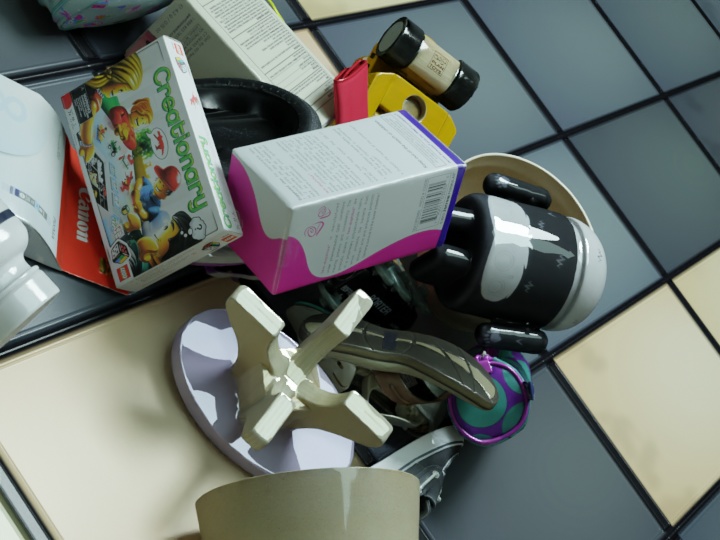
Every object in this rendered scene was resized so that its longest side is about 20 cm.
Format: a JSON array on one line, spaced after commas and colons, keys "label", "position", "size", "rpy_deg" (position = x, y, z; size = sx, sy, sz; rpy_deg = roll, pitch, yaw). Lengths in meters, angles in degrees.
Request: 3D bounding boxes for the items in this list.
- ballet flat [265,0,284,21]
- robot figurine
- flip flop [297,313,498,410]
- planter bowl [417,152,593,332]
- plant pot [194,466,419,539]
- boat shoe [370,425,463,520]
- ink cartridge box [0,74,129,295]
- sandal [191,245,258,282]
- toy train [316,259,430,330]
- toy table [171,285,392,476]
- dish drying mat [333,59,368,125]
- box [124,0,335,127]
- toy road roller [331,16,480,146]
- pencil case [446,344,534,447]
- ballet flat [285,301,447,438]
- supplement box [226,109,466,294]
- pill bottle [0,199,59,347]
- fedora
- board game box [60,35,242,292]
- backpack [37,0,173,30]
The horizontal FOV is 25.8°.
[{"label": "ballet flat", "position": [-0.092, -0.231, 1.786], "size": [0.200, 0.067, 0.067], "rpy_deg": [61, 14, 12]}, {"label": "robot figurine", "position": [0.150, -0.007, 1.587], "size": [0.200, 0.150, 0.125], "rpy_deg": [13, 18, -23]}, {"label": "flip flop", "position": [0.034, 0.095, 1.496], "size": [0.200, 0.058, 0.081], "rpy_deg": [15, 21, 3]}, {"label": "planter bowl", "position": [0.143, -0.012, 1.746], "size": [0.200, 0.135, 0.200], "rpy_deg": [13, 59, -23]}, {"label": "plant pot", "position": [-0.034, 0.278, 1.267], "size": [0.187, 0.187, 0.200], "rpy_deg": [14, 62, -42]}, {"label": "boat shoe", "position": [0.046, 0.206, 1.501], "size": [0.200, 0.072, 0.068], "rpy_deg": [-20, 76, -55]}, {"label": "ink cartridge box", "position": [-0.282, -0.082, 1.422], "size": [0.200, 0.047, 0.160], "rpy_deg": [25, 41, -30]}, {"label": "sandal", "position": [-0.110, -0.011, 1.547], "size": [0.203, 0.082, 0.050], "rpy_deg": [-9, 108, -54]}, {"label": "toy train", "position": [0.000, 0.000, 1.597], "size": [0.114, 0.085, 0.200], "rpy_deg": [61, 10, 27]}, {"label": "toy table", "position": [-0.064, 0.101, 1.402], "size": [0.200, 0.117, 0.184], "rpy_deg": [34, 56, -15]}, {"label": "dish drying mat", "position": [-0.010, -0.119, 1.681], "size": [0.018, 0.200, 0.077], "rpy_deg": [8, 27, 17]}, {"label": "box", "position": [-0.127, -0.204, 1.664], "size": [0.200, 0.109, 0.128], "rpy_deg": [48, 32, -4]}, {"label": "toy road roller", "position": [0.035, -0.190, 1.858], "size": [0.123, 0.146, 0.200], "rpy_deg": [34, 74, -23]}, {"label": "pencil case", "position": [0.135, 0.121, 1.613], "size": [0.200, 0.085, 0.093], "rpy_deg": [-25, 114, -84]}, {"label": "ballet flat", "position": [0.003, 0.104, 1.562], "size": [0.200, 0.067, 0.064], "rpy_deg": [34, 63, -20]}, {"label": "supplement box", "position": [-0.018, -0.066, 1.456], "size": [0.200, 0.101, 0.103], "rpy_deg": [-17, 47, -35]}, {"label": "pill bottle", "position": [-0.337, -0.029, 1.250], "size": [0.200, 0.111, 0.111], "rpy_deg": [48, 34, -4]}, {"label": "fedora", "position": [-0.138, -0.111, 1.539], "size": [0.200, 0.092, 0.201], "rpy_deg": [1, 38, -1]}, {"label": "board game box", "position": [-0.192, -0.097, 1.434], "size": [0.035, 0.126, 0.200], "rpy_deg": [14, 53, -61]}, {"label": "backpack", "position": [-0.247, -0.321, 1.606], "size": [0.200, 0.167, 0.127], "rpy_deg": [-20, 79, -49]}]
